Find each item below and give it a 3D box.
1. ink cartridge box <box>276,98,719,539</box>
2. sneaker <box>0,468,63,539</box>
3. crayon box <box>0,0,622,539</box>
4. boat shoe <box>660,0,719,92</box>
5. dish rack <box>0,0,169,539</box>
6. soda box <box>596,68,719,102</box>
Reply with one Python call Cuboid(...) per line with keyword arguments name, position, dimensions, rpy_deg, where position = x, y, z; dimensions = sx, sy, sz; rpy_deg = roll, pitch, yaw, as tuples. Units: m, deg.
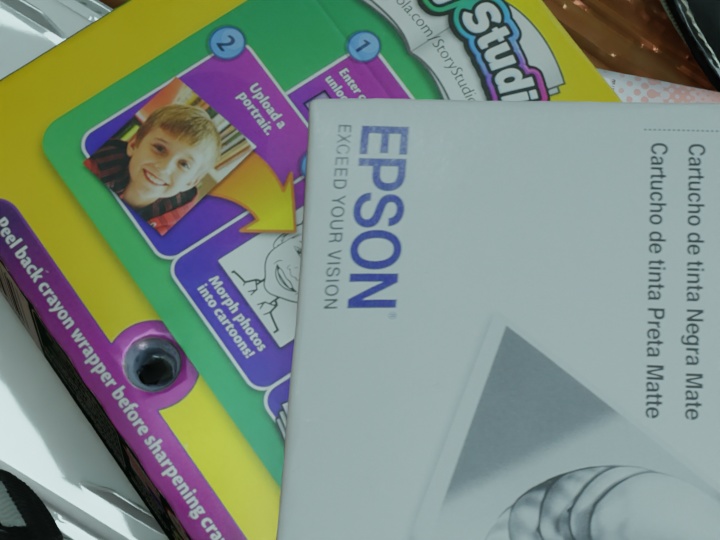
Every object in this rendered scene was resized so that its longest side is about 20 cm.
Cuboid(name="ink cartridge box", position=(0.079, 0.047, 0.761), dimensions=(0.200, 0.041, 0.200), rpy_deg=(1, 60, 4))
Cuboid(name="sneaker", position=(-0.098, 0.146, 0.806), dimensions=(0.076, 0.116, 0.200), rpy_deg=(6, 25, -26))
Cuboid(name="crayon box", position=(0.000, 0.000, 0.854), dimensions=(0.172, 0.058, 0.200), rpy_deg=(-32, 71, -11))
Cuboid(name="boat shoe", position=(0.158, -0.047, 0.920), dimensions=(0.074, 0.066, 0.200), rpy_deg=(-36, 91, 15))
Cuboid(name="dish rack", position=(-0.087, -0.001, 0.913), dimensions=(0.200, 0.044, 0.172), rpy_deg=(31, 72, 6))
Cuboid(name="soda box", position=(0.069, 0.041, 0.903), dimensions=(0.068, 0.064, 0.200), rpy_deg=(10, 70, -2))
